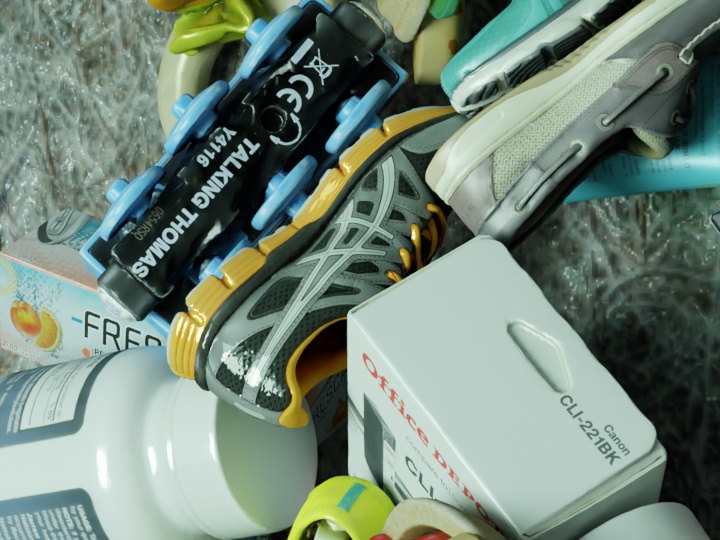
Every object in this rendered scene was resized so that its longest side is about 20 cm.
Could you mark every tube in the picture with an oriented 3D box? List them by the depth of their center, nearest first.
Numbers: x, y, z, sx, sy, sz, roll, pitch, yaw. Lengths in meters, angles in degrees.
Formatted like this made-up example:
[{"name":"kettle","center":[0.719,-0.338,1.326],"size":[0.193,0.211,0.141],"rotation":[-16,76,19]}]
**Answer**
[{"name":"tube","center":[0.134,-0.067,1.333],"size":[0.199,0.050,0.078],"rotation":[-9,77,33]}]

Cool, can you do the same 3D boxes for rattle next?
[{"name":"rattle","center":[-0.085,-0.069,1.445],"size":[0.130,0.143,0.201],"rotation":[19,94,17]}]

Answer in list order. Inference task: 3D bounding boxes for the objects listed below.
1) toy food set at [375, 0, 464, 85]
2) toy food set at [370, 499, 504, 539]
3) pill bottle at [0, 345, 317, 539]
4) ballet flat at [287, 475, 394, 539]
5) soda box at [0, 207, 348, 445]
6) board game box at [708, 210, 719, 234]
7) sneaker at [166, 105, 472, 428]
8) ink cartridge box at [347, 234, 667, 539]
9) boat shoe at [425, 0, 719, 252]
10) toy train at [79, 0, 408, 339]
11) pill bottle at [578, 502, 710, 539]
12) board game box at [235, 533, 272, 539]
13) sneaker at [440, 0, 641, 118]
[{"name":"toy food set","center":[0.047,-0.205,1.338],"size":[0.198,0.048,0.201],"rotation":[112,168,-65]},{"name":"toy food set","center":[0.051,0.197,1.182],"size":[0.200,0.048,0.199],"rotation":[17,123,63]},{"name":"pill bottle","center":[-0.127,0.103,1.388],"size":[0.199,0.119,0.120],"rotation":[-12,81,33]},{"name":"ballet flat","center":[-0.036,0.193,1.290],"size":[0.067,0.067,0.201],"rotation":[21,101,9]},{"name":"soda box","center":[-0.098,0.033,1.459],"size":[0.199,0.068,0.064],"rotation":[20,124,24]},{"name":"board game box","center":[0.262,0.013,1.220],"size":[0.199,0.062,0.201],"rotation":[-9,83,37]},{"name":"sneaker","center":[0.000,0.000,1.309],"size":[0.077,0.078,0.200],"rotation":[39,73,26]},{"name":"ink cartridge box","center":[0.065,0.101,1.285],"size":[0.144,0.083,0.200],"rotation":[52,159,27]},{"name":"boat shoe","center":[0.126,-0.080,1.280],"size":[0.200,0.072,0.065],"rotation":[-34,80,-6]},{"name":"toy train","center":[-0.060,-0.052,1.367],"size":[0.087,0.114,0.200],"rotation":[40,83,1]},{"name":"pill bottle","center":[0.158,0.203,1.167],"size":[0.112,0.112,0.201],"rotation":[-46,57,27]},{"name":"board game box","center":[-0.109,0.176,1.488],"size":[0.199,0.062,0.201],"rotation":[25,101,33]},{"name":"sneaker","center":[0.106,-0.156,1.310],"size":[0.080,0.078,0.200],"rotation":[41,85,11]}]
